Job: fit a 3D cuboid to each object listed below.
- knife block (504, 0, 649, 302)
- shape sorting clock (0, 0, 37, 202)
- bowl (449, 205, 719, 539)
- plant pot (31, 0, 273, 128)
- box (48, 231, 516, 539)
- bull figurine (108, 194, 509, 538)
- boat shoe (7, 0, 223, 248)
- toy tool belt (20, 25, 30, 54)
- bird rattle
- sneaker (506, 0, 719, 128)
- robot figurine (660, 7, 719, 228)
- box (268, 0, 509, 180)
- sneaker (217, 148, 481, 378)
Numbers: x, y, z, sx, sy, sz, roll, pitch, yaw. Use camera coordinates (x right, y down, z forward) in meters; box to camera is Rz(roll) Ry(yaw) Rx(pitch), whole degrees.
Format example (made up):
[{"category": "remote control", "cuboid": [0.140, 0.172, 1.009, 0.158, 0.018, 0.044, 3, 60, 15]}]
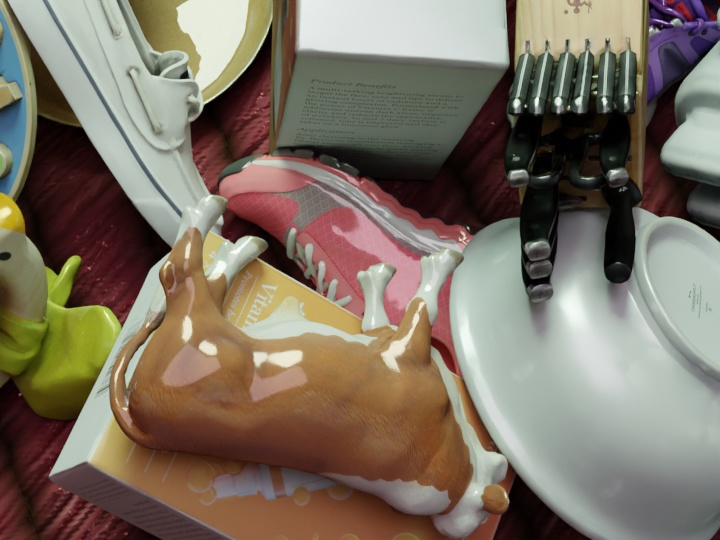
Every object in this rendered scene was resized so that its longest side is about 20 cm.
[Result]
[{"category": "knife block", "cuboid": [0.114, -0.067, 0.697, 0.063, 0.200, 0.179, 2, 85, 13]}, {"category": "shape sorting clock", "cuboid": [-0.265, -0.103, 0.747, 0.197, 0.039, 0.203, 5, 108, 17]}, {"category": "bowl", "cuboid": [0.148, 0.037, 0.700, 0.199, 0.090, 0.203, 24, 45, -26]}, {"category": "plant pot", "cuboid": [-0.151, -0.172, 0.854, 0.197, 0.028, 0.203, 1, 68, -3]}, {"category": "box", "cuboid": [-0.033, 0.090, 0.678, 0.198, 0.097, 0.126, 30, 68, -15]}, {"category": "bull figurine", "cuboid": [-0.011, 0.047, 0.609, 0.197, 0.065, 0.123, 14, 69, -22]}, {"category": "boat shoe", "cuboid": [-0.120, -0.097, 0.751, 0.065, 0.072, 0.202, -28, 110, 4]}, {"category": "toy tool belt", "cuboid": [-0.179, -0.206, 0.792, 0.124, 0.123, 0.202, 24, 111, -12]}, {"category": "bird rattle", "cuboid": [-0.223, 0.041, 0.697, 0.198, 0.164, 0.113, -26, 52, -23]}, {"category": "sneaker", "cuboid": [0.171, -0.142, 0.832, 0.199, 0.084, 0.081, -38, 74, -16]}, {"category": "robot figurine", "cuboid": [0.265, -0.110, 0.802, 0.200, 0.170, 0.112, -47, 37, -14]}, {"category": "box", "cuboid": [0.008, -0.151, 0.746, 0.105, 0.200, 0.155, 2, 77, -7]}, {"category": "sneaker", "cuboid": [0.000, 0.000, 0.767, 0.198, 0.074, 0.088, 24, 71, 7]}]
